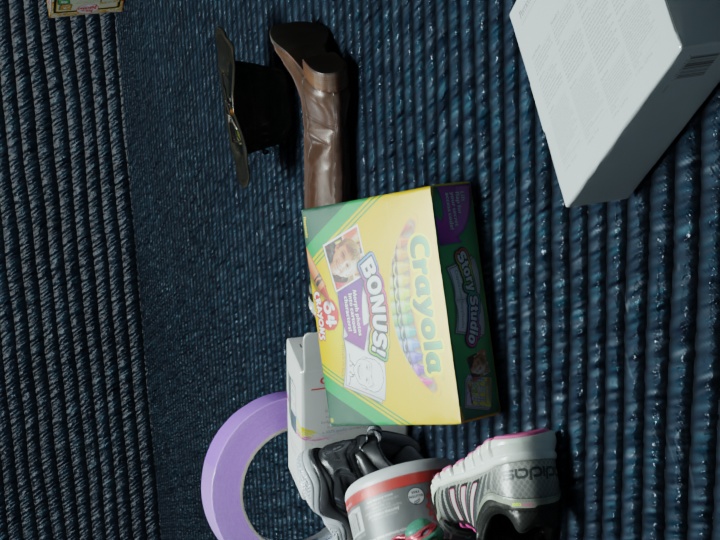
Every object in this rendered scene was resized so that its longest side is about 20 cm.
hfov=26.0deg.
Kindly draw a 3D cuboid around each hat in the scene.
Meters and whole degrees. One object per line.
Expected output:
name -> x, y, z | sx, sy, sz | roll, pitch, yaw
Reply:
hat -> -0.124, -0.202, 1.899 | 0.201, 0.080, 0.202 | 172, 90, -83

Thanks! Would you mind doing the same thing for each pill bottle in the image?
pill bottle -> 0.061, 0.280, 1.401 | 0.116, 0.115, 0.201 | 117, 142, -64

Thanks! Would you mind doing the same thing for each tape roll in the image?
tape roll -> -0.069, 0.233, 1.684 | 0.066, 0.199, 0.202 | -176, 78, -73

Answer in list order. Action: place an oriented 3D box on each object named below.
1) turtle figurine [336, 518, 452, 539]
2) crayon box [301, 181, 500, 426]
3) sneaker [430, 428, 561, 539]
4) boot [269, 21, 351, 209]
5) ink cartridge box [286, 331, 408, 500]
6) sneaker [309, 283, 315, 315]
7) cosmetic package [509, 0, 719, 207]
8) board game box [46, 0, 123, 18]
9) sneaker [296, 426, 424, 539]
turtle figurine -> 0.075, 0.277, 1.282 | 0.149, 0.101, 0.201 | -33, 88, 35
crayon box -> 0.033, 0.033, 1.373 | 0.172, 0.058, 0.202 | -8, 90, 50
sneaker -> 0.110, 0.196, 1.261 | 0.200, 0.073, 0.088 | 126, 141, -61
boot -> -0.052, -0.157, 1.711 | 0.187, 0.064, 0.201 | -118, 21, -57
ink cartridge box -> -0.013, 0.127, 1.586 | 0.067, 0.116, 0.201 | -119, 27, -57
sneaker -> 0.000, 0.000, 1.541 | 0.200, 0.073, 0.088 | 174, 88, -70
cosmetic package -> 0.159, -0.152, 0.965 | 0.200, 0.051, 0.152 | 117, 140, -64
board game box -> -0.534, -0.565, 3.044 | 0.200, 0.150, 0.047 | 125, 135, -67
sneaker -> 0.030, 0.236, 1.566 | 0.200, 0.113, 0.076 | 52, -162, -29
